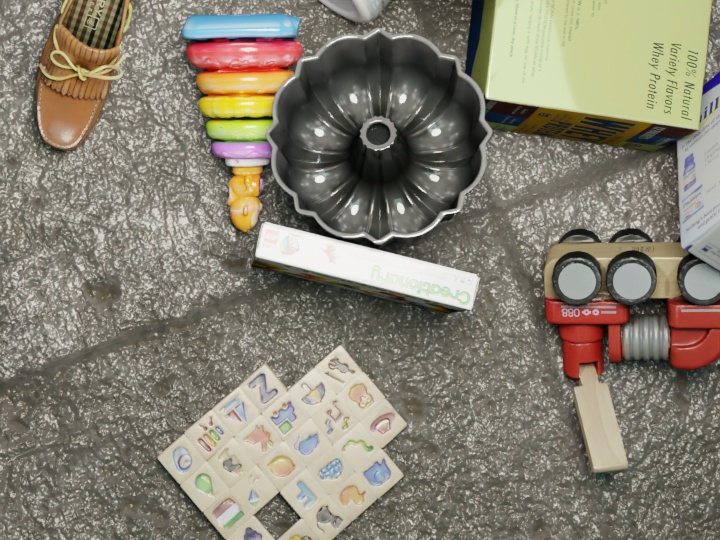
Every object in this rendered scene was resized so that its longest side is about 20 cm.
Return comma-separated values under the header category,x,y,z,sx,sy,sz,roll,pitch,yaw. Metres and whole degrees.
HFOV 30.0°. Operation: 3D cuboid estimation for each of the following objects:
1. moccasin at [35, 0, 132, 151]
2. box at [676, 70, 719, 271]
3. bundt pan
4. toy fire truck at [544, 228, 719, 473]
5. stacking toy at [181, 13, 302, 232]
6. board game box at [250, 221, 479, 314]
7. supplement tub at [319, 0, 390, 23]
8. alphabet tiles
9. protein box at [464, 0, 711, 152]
category,x,y,z,sx,sy,sz,roll,pitch,yaw
moccasin,-0.248,-0.206,1.232,0.073,0.078,0.202,23,101,-15
box,0.392,-0.073,1.230,0.183,0.105,0.201,29,44,-17
bundt pan,0.018,-0.110,1.216,0.200,0.076,0.204,-1,73,2
toy fire truck,0.263,0.074,1.268,0.174,0.129,0.202,0,109,10
stacking toy,-0.107,-0.136,1.254,0.109,0.116,0.202,-1,98,-4
board game box,0.000,0.000,1.235,0.198,0.126,0.035,14,85,-5
supplement tub,0.024,-0.343,1.261,0.122,0.123,0.200,39,84,-3
alphabet tiles,-0.062,0.174,1.271,0.200,0.008,0.167,-40,91,-7
protein box,0.211,-0.231,1.268,0.198,0.135,0.200,7,86,-6
